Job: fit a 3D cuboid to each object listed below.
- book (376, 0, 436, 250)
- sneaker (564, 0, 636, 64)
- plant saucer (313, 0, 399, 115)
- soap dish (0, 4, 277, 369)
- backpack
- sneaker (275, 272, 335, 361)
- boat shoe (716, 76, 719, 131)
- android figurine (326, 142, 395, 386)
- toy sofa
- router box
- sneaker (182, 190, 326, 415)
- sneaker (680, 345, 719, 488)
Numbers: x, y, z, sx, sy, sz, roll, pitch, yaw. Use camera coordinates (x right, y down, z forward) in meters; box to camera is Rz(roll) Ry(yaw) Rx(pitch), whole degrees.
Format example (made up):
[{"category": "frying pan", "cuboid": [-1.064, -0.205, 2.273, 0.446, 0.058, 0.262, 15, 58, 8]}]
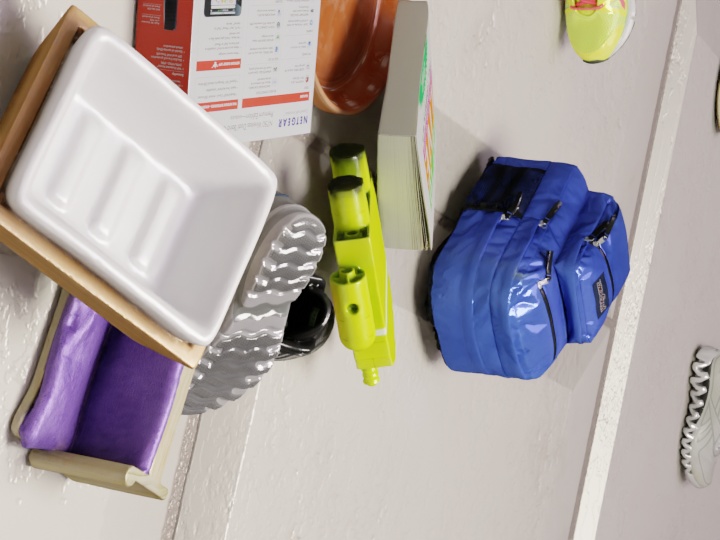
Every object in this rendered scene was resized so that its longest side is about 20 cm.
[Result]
[{"category": "book", "cuboid": [0.041, -0.123, 1.858, 0.200, 0.048, 0.134, 82, 14, -63]}, {"category": "sneaker", "cuboid": [0.241, -0.319, 2.262, 0.090, 0.078, 0.201, -1, 93, -57]}, {"category": "plant saucer", "cuboid": [-0.012, -0.230, 1.785, 0.200, 0.032, 0.201, 9, 90, -66]}, {"category": "soap dish", "cuboid": [-0.159, -0.051, 1.406, 0.200, 0.081, 0.158, 40, 59, -34]}, {"category": "backpack", "cuboid": [0.160, 0.003, 2.081, 0.200, 0.167, 0.163, -53, 137, -39]}, {"category": "sneaker", "cuboid": [-0.056, 0.037, 1.715, 0.200, 0.087, 0.074, 23, 77, -65]}, {"category": "boat shoe", "cuboid": [0.523, -0.276, 2.879, 0.073, 0.065, 0.201, 3, 97, -67]}, {"category": "android figurine", "cuboid": [0.000, 0.000, 1.806, 0.182, 0.041, 0.200, -89, 172, -59]}, {"category": "toy sofa", "cuboid": [-0.162, 0.052, 1.500, 0.098, 0.083, 0.200, 48, 55, -60]}, {"category": "router box", "cuboid": [-0.096, -0.187, 1.599, 0.200, 0.049, 0.180, -14, 111, -63]}, {"category": "sneaker", "cuboid": [-0.096, 0.022, 1.607, 0.075, 0.082, 0.200, 13, 118, -44]}, {"category": "sneaker", "cuboid": [0.492, 0.208, 2.967, 0.075, 0.081, 0.201, -18, 116, -65]}]
